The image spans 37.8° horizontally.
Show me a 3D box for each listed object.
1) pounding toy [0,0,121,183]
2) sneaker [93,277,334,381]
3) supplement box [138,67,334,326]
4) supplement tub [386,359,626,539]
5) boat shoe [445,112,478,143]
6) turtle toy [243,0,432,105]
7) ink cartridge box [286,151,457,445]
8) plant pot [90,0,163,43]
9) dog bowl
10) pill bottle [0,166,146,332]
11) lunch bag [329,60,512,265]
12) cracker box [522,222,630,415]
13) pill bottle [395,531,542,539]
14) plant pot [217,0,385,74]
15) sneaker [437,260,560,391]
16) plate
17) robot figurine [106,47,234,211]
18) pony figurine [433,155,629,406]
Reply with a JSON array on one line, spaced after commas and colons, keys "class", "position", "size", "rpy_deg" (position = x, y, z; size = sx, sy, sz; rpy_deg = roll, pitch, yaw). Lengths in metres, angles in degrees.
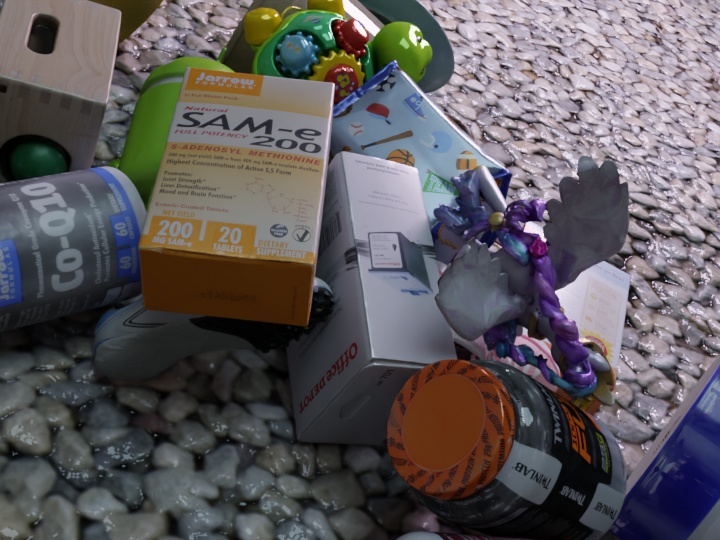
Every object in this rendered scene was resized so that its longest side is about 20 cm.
[{"class": "pounding toy", "position": [-0.296, -0.142, 0.905], "size": [0.141, 0.185, 0.201], "rpy_deg": [13, 40, -18]}, {"class": "sneaker", "position": [-0.119, 0.032, 0.839], "size": [0.199, 0.072, 0.073], "rpy_deg": [-14, 50, 7]}, {"class": "supplement box", "position": [-0.089, -0.062, 0.808], "size": [0.125, 0.074, 0.201], "rpy_deg": [5, 49, -2]}, {"class": "supplement tub", "position": [0.113, 0.142, 0.804], "size": [0.200, 0.122, 0.123], "rpy_deg": [32, 24, -49]}, {"class": "boat shoe", "position": [0.068, -0.174, 1.274], "size": [0.200, 0.072, 0.076], "rpy_deg": [44, 6, 34]}, {"class": "turtle toy", "position": [-0.023, -0.202, 1.061], "size": [0.199, 0.146, 0.101], "rpy_deg": [-23, 31, -26]}, {"class": "ink cartridge box", "position": [-0.003, 0.027, 0.889], "size": [0.085, 0.147, 0.201], "rpy_deg": [7, 54, -27]}, {"class": "plant pot", "position": [-0.299, -0.327, 1.154], "size": [0.199, 0.142, 0.201], "rpy_deg": [17, 38, -14]}, {"class": "dog bowl", "position": [0.294, 0.161, 0.900], "size": [0.079, 0.201, 0.200], "rpy_deg": [36, 38, 15]}, {"class": "pill bottle", "position": [-0.274, -0.011, 0.822], "size": [0.199, 0.114, 0.114], "rpy_deg": [-16, 54, -38]}, {"class": "lunch bag", "position": [0.054, -0.081, 1.049], "size": [0.124, 0.200, 0.170], "rpy_deg": [-37, 70, -14]}, {"class": "cracker box", "position": [0.203, 0.046, 1.096], "size": [0.134, 0.058, 0.200], "rpy_deg": [28, 38, 0]}, {"class": "pill bottle", "position": [0.078, 0.244, 0.743], "size": [0.199, 0.113, 0.113], "rpy_deg": [10, 40, -22]}, {"class": "plant pot", "position": [-0.050, -0.244, 1.193], "size": [0.183, 0.201, 0.201], "rpy_deg": [32, 36, -13]}, {"class": "sneaker", "position": [0.108, 0.085, 0.946], "size": [0.200, 0.075, 0.105], "rpy_deg": [40, 30, -26]}, {"class": "plate", "position": [0.021, -0.279, 1.277], "size": [0.200, 0.200, 0.026], "rpy_deg": [31, 67, 5]}, {"class": "robot figurine", "position": [-0.160, -0.111, 0.983], "size": [0.115, 0.175, 0.201], "rpy_deg": [24, 59, -28]}, {"class": "pony figurine", "position": [0.131, -0.001, 0.837], "size": [0.166, 0.193, 0.200], "rpy_deg": [-30, 38, -3]}]
